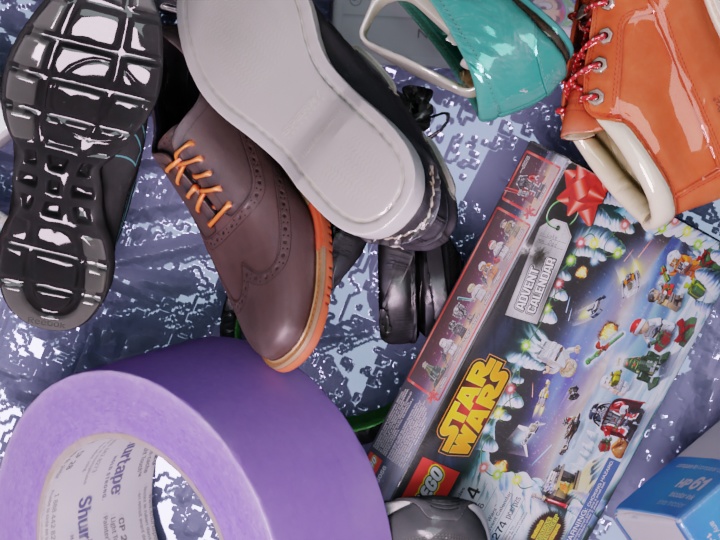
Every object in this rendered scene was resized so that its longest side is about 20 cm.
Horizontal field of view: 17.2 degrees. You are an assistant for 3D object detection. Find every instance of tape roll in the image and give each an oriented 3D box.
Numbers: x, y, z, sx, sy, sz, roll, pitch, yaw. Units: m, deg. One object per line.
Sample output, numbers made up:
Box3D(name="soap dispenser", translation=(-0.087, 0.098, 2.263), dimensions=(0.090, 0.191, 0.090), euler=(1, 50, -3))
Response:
Box3D(name="tape roll", translation=(-0.086, 0.138, 1.196), dimensions=(0.200, 0.085, 0.200), euler=(11, 108, 37))

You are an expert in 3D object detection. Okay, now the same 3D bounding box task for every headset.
Box3D(name="headset", translation=(0.000, 0.000, 1.237), dimensions=(0.123, 0.094, 0.200), euler=(18, 103, -5))

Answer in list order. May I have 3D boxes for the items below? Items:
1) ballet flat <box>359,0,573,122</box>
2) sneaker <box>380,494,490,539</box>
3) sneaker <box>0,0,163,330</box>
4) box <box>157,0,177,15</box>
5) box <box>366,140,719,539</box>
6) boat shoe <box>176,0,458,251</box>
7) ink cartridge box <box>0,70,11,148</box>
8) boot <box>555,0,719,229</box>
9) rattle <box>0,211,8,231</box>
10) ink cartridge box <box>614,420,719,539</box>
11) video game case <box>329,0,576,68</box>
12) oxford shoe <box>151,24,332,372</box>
Box3D(name="ballet flat", translation=(0.015, -0.148, 1.165), dimensions=(0.070, 0.067, 0.200), euler=(-41, 76, -11))
Box3D(name="sneaker", translation=(0.026, 0.195, 1.219), dimensions=(0.074, 0.085, 0.200), euler=(3, 134, -12))
Box3D(name="sneaker", translation=(-0.143, -0.071, 1.191), dimensions=(0.075, 0.079, 0.200), euler=(15, 119, -5))
Box3D(name="box", translation=(-0.095, -0.235, 1.231), dimensions=(0.161, 0.049, 0.200), euler=(14, 95, -2))
Box3D(name="box", translation=(0.099, 0.049, 1.243), dimensions=(0.137, 0.040, 0.200), euler=(24, 95, -35))
Box3D(name="boat shoe", translation=(-0.020, -0.084, 1.170), dimensions=(0.074, 0.060, 0.200), euler=(-48, 57, 10))
Box3D(name="ink cartridge box", translation=(-0.289, -0.070, 1.220), dimensions=(0.200, 0.084, 0.144), euler=(-39, 97, 0))
Box3D(name="boot", translation=(0.128, -0.118, 1.180), dimensions=(0.107, 0.075, 0.200), euler=(-32, 86, -13))
Box3D(name="rattle", translation=(-0.274, 0.034, 1.233), dimensions=(0.143, 0.130, 0.200), euler=(25, 108, 39))
Box3D(name="ink cartridge box", translation=(0.258, 0.122, 1.241), dimensions=(0.200, 0.085, 0.145), euler=(-38, 98, -17))
Box3D(name="video game case", translation=(0.080, -0.200, 1.232), dimensions=(0.182, 0.024, 0.200), euler=(3, 109, -4))
Box3D(name="oxford shoe", translation=(-0.069, -0.038, 1.193), dimensions=(0.072, 0.200, 0.071), euler=(13, 135, -40))
